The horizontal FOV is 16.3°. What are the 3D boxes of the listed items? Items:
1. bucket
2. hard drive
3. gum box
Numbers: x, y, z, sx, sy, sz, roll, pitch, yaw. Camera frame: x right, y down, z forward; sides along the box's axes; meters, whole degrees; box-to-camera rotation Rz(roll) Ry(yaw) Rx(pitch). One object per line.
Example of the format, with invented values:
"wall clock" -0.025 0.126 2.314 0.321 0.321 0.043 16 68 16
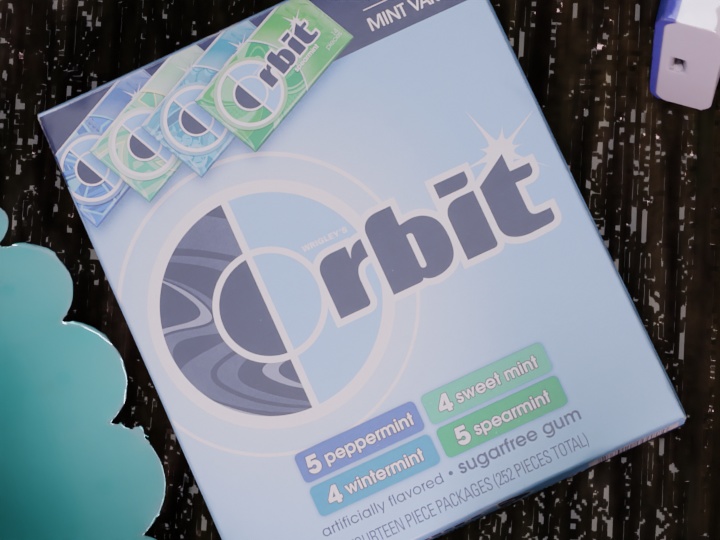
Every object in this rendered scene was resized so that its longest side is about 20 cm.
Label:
"bucket" -0.162 0.091 0.838 0.135 0.207 0.207 -17 81 19
"hard drive" 0.140 -0.166 0.881 0.025 0.132 0.200 16 85 7
"gum box" 0.000 0.000 0.917 0.170 0.045 0.200 -24 81 2
